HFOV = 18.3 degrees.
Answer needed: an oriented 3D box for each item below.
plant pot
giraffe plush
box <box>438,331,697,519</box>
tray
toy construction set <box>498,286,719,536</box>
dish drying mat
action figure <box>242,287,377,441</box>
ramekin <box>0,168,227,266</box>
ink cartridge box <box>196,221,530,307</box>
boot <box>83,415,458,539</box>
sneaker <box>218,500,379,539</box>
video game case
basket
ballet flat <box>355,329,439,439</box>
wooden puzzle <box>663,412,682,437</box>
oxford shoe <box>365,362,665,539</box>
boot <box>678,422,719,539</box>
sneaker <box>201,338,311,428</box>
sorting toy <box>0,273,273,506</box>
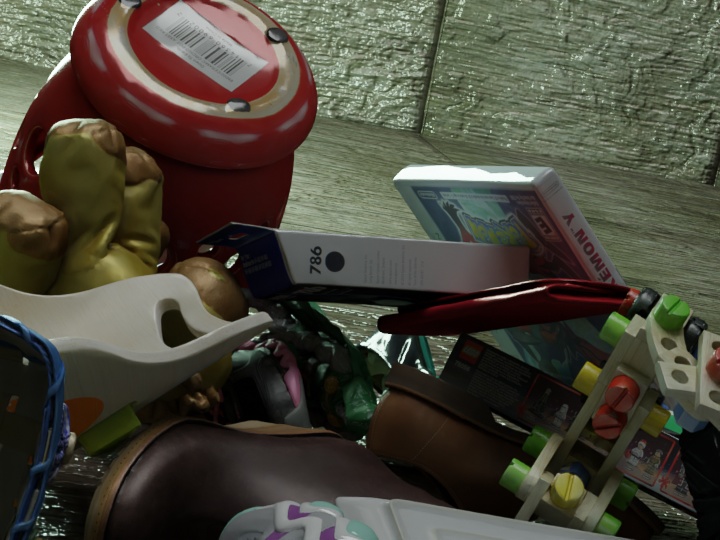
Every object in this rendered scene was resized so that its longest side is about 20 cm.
[{"bbox_3d":[-0.139,-0.089,1.564,0.200,0.183,0.201,14,44,-14],"label":"plant pot"},{"bbox_3d":[-0.143,0.027,1.384,0.162,0.200,0.173,22,-12,26],"label":"giraffe plush"},{"bbox_3d":[0.161,0.109,1.442,0.200,0.040,0.137,27,-3,27],"label":"box"},{"bbox_3d":[0.090,0.162,1.175,0.199,0.022,0.108,12,31,-23],"label":"tray"},{"bbox_3d":[0.148,0.086,1.271,0.092,0.200,0.131,43,40,-1],"label":"toy construction set"},{"bbox_3d":[0.090,0.023,1.385,0.077,0.018,0.200,5,-9,-29],"label":"dish drying mat"},{"bbox_3d":[-0.033,0.064,1.486,0.055,0.119,0.200,-16,22,-19],"label":"action figure"},{"bbox_3d":[-0.199,-0.012,1.729,0.202,0.095,0.202,12,10,-2],"label":"ramekin"},{"bbox_3d":[0.000,0.000,1.433,0.199,0.039,0.099,5,-7,-16],"label":"ink cartridge box"},{"bbox_3d":[-0.033,0.133,1.191,0.166,0.073,0.200,21,19,25],"label":"boot"},{"bbox_3d":[-0.041,0.159,1.020,0.140,0.078,0.200,4,12,-41],"label":"sneaker"},{"bbox_3d":[0.117,0.009,1.480,0.023,0.183,0.200,-40,18,-19],"label":"video game case"},{"bbox_3d":[-0.207,0.081,0.989,0.139,0.177,0.200,17,0,12],"label":"basket"},{"bbox_3d":[0.031,0.093,1.510,0.073,0.073,0.200,9,22,-15],"label":"ballet flat"},{"bbox_3d":[0.242,0.116,1.688,0.184,0.037,0.200,9,10,-10],"label":"wooden puzzle"},{"bbox_3d":[0.094,0.132,1.384,0.199,0.071,0.071,26,-9,-6],"label":"oxford shoe"},{"bbox_3d":[0.264,0.170,1.281,0.162,0.073,0.199,32,34,-29],"label":"boot"},{"bbox_3d":[-0.101,0.079,1.462,0.095,0.079,0.200,-18,22,-23],"label":"sneaker"},{"bbox_3d":[-0.148,0.048,1.224,0.180,0.107,0.200,-23,21,-24],"label":"sorting toy"}]
